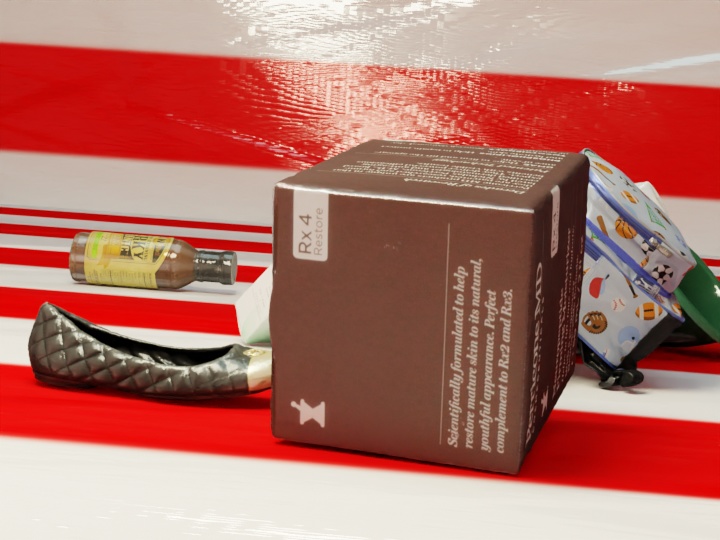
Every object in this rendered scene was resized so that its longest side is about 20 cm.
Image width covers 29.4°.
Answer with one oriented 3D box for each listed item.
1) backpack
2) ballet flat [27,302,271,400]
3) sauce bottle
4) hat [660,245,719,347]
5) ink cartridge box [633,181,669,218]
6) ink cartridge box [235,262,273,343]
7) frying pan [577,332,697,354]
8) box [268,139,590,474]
[{"bbox_3d":[0.190,-0.018,1.202,0.190,0.155,0.200,32,12,-7],"label":"backpack"},{"bbox_3d":[-0.146,0.060,0.984,0.198,0.057,0.066,5,6,9],"label":"ballet flat"},{"bbox_3d":[-0.249,-0.010,1.659,0.198,0.065,0.065,4,5,3],"label":"sauce bottle"},{"bbox_3d":[0.289,0.062,1.452,0.166,0.176,0.200,45,24,-6],"label":"hat"},{"bbox_3d":[0.202,-0.021,1.383,0.199,0.047,0.160,-30,2,2],"label":"ink cartridge box"},{"bbox_3d":[0.000,0.000,1.247,0.160,0.050,0.200,0,-29,-38],"label":"ink cartridge box"},{"bbox_3d":[0.224,0.064,1.364,0.189,0.031,0.115,5,7,-21],"label":"frying pan"},{"bbox_3d":[0.051,0.012,0.901,0.163,0.167,0.200,7,16,17],"label":"box"}]
